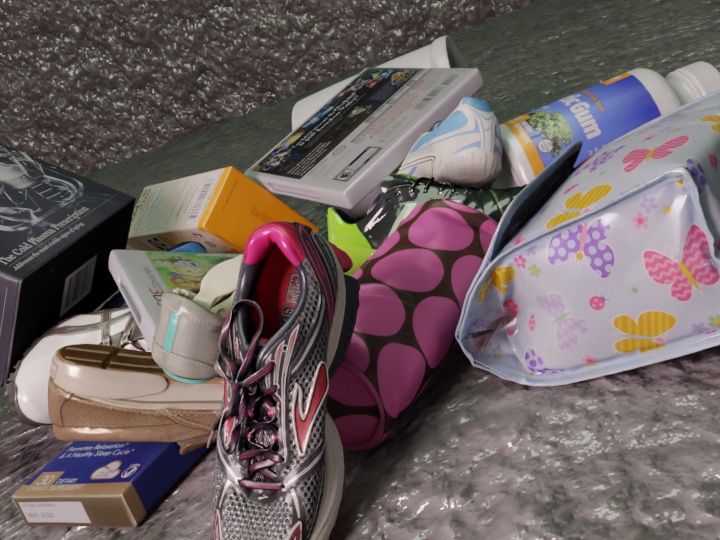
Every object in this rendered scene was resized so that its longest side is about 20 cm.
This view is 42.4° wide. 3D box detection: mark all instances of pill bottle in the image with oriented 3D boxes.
[{"bbox_3d":[0.222,-0.110,0.819,0.198,0.113,0.112,-23,17,-2],"label":"pill bottle"}]

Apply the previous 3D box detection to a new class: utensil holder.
[{"bbox_3d":[0.040,-0.160,1.102,0.198,0.172,0.170,-19,17,17],"label":"utensil holder"}]

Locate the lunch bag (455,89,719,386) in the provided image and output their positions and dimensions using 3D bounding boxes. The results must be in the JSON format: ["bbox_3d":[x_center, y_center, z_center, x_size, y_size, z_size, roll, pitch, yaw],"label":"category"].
[{"bbox_3d":[0.163,-0.019,0.604,0.199,0.128,0.169,-26,9,43],"label":"lunch bag"}]

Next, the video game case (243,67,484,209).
[{"bbox_3d":[0.000,-0.140,0.931,0.200,0.023,0.181,-45,34,-22],"label":"video game case"}]

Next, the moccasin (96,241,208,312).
[{"bbox_3d":[-0.207,0.055,0.861,0.199,0.081,0.068,-40,13,2],"label":"moccasin"}]

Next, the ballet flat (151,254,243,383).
[{"bbox_3d":[-0.069,0.017,0.631,0.067,0.065,0.200,17,20,19],"label":"ballet flat"}]

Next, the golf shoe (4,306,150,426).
[{"bbox_3d":[-0.184,0.063,0.744,0.199,0.079,0.094,-29,17,-30],"label":"golf shoe"}]

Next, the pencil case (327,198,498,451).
[{"bbox_3d":[0.026,0.026,0.646,0.093,0.092,0.200,24,43,21],"label":"pencil case"}]

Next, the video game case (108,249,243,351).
[{"bbox_3d":[-0.086,0.023,0.743,0.198,0.022,0.182,2,19,-26],"label":"video game case"}]

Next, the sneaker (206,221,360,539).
[{"bbox_3d":[-0.053,0.072,0.513,0.080,0.203,0.075,-1,-15,20],"label":"sneaker"}]

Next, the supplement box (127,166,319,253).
[{"bbox_3d":[-0.155,-0.038,0.999,0.199,0.126,0.074,-3,59,53],"label":"supplement box"}]

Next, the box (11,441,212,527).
[{"bbox_3d":[-0.157,0.123,0.720,0.120,0.033,0.200,-10,20,33],"label":"box"}]

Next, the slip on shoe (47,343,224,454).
[{"bbox_3d":[-0.114,0.095,0.641,0.197,0.061,0.076,7,10,-17],"label":"slip on shoe"}]

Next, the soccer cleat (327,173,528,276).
[{"bbox_3d":[0.061,-0.047,0.756,0.198,0.082,0.067,-17,-6,19],"label":"soccer cleat"}]

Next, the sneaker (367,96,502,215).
[{"bbox_3d":[0.065,-0.086,0.837,0.071,0.073,0.200,14,-25,-21],"label":"sneaker"}]

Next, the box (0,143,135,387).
[{"bbox_3d":[-0.325,-0.020,0.800,0.180,0.105,0.200,21,26,4],"label":"box"}]
